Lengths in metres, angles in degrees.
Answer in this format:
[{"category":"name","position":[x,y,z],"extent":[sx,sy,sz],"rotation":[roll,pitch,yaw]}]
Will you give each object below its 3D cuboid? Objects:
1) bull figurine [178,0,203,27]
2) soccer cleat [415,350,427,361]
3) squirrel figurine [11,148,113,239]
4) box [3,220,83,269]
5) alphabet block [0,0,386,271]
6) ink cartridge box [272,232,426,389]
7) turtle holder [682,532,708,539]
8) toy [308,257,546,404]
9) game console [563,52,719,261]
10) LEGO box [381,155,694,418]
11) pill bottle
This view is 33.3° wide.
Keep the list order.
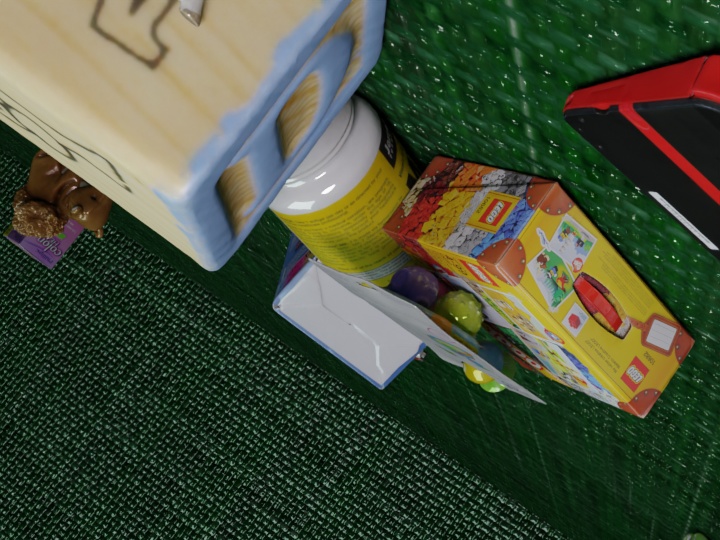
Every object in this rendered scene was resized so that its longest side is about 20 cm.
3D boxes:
[{"category":"bull figurine","position":[-0.073,-0.200,0.589],"extent":[0.200,0.121,0.065],"rotation":[44,177,-9]},{"category":"soccer cleat","position":[0.052,0.066,1.479],"extent":[0.085,0.069,0.200],"rotation":[31,174,8]},{"category":"squirrel figurine","position":[-0.551,-0.122,2.248],"extent":[0.187,0.200,0.142],"rotation":[44,169,35]},{"category":"box","position":[-0.712,-0.121,2.791],"extent":[0.097,0.200,0.176],"rotation":[41,169,-28]},{"category":"alphabet block","position":[-0.117,-0.146,0.722],"extent":[0.200,0.197,0.195],"rotation":[36,168,5]},{"category":"ink cartridge box","position":[0.000,0.000,1.155],"extent":[0.136,0.076,0.200],"rotation":[39,-152,-15]},{"category":"turtle holder","position":[0.473,0.454,1.609],"extent":[0.185,0.141,0.132],"rotation":[41,170,-29]},{"category":"toy","position":[0.062,0.035,0.919],"extent":[0.115,0.047,0.200],"rotation":[22,167,43]},{"category":"game console","position":[0.212,-0.034,0.623],"extent":[0.200,0.031,0.177],"rotation":[40,174,-14]},{"category":"LEGO box","position":[0.135,0.010,0.918],"extent":[0.200,0.077,0.149],"rotation":[43,168,-32]},{"category":"pill bottle","position":[-0.015,-0.070,0.956],"extent":[0.114,0.114,0.200],"rotation":[27,167,41]}]
